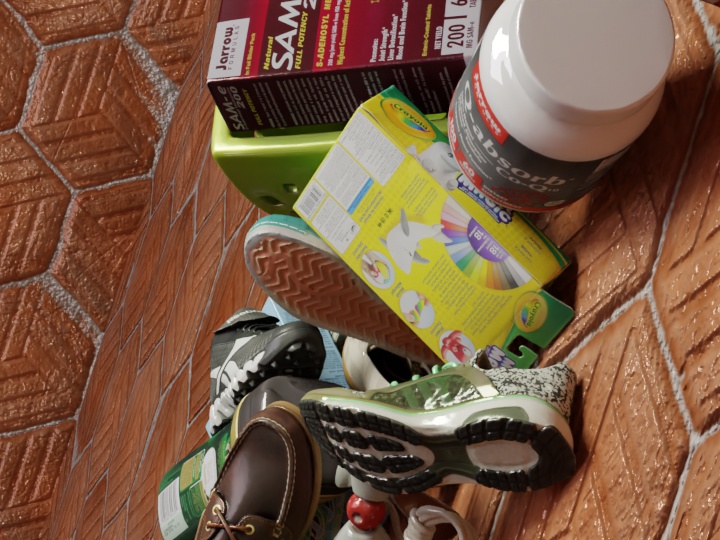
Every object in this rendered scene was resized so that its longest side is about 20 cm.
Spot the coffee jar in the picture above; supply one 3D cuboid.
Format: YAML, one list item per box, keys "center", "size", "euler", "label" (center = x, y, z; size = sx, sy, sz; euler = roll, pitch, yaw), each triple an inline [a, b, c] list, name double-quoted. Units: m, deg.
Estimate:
- center: [-0.073, 0.154, 1.417]
  size: [0.200, 0.103, 0.086]
  euler: [-43, 45, 49]
  label: "coffee jar"

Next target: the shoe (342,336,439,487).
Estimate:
- center: [0.034, 0.085, 1.397]
  size: [0.200, 0.069, 0.054]
  euler: [-117, 33, -57]
  label: "shoe"

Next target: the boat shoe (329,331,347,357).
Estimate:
- center: [0.004, 0.052, 1.545]
  size: [0.201, 0.074, 0.063]
  euler: [116, 158, -46]
  label: "boat shoe"

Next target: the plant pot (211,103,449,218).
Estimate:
- center: [0.013, -0.123, 1.432]
  size: [0.182, 0.197, 0.202]
  euler: [65, -153, -52]
  label: "plant pot"

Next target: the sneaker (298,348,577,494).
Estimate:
- center: [0.056, 0.091, 1.197]
  size: [0.089, 0.198, 0.077]
  euler: [-58, -40, -44]
  label: "sneaker"

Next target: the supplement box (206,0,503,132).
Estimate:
- center: [-0.002, -0.165, 1.315]
  size: [0.061, 0.198, 0.110]
  euler: [63, -153, -52]
  label: "supplement box"

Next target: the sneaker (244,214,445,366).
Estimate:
- center: [0.000, 0.000, 1.367]
  size: [0.071, 0.199, 0.080]
  euler: [-43, 33, 36]
  label: "sneaker"

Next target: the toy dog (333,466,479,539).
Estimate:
- center: [0.018, 0.188, 1.305]
  size: [0.096, 0.132, 0.201]
  euler: [-25, -26, -52]
  label: "toy dog"

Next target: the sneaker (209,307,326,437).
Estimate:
- center: [-0.081, 0.065, 1.444]
  size: [0.200, 0.066, 0.091]
  euler: [129, 134, -61]
  label: "sneaker"

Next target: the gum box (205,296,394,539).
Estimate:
- center: [-0.049, 0.150, 1.516]
  size: [0.201, 0.044, 0.171]
  euler: [62, 140, 35]
  label: "gum box"

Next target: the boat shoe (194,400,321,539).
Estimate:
- center: [-0.081, 0.189, 1.306]
  size: [0.070, 0.070, 0.202]
  euler: [-24, -47, -53]
  label: "boat shoe"

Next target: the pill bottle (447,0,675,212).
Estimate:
- center: [0.123, -0.114, 1.145]
  size: [0.200, 0.115, 0.117]
  euler: [115, 170, -76]
  label: "pill bottle"

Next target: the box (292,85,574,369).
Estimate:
- center: [0.056, -0.016, 1.268]
  size: [0.048, 0.200, 0.118]
  euler: [-34, -13, -44]
  label: "box"

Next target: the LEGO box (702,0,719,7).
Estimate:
- center: [0.237, -0.269, 1.051]
  size: [0.149, 0.076, 0.202]
  euler: [141, 143, -66]
  label: "LEGO box"
